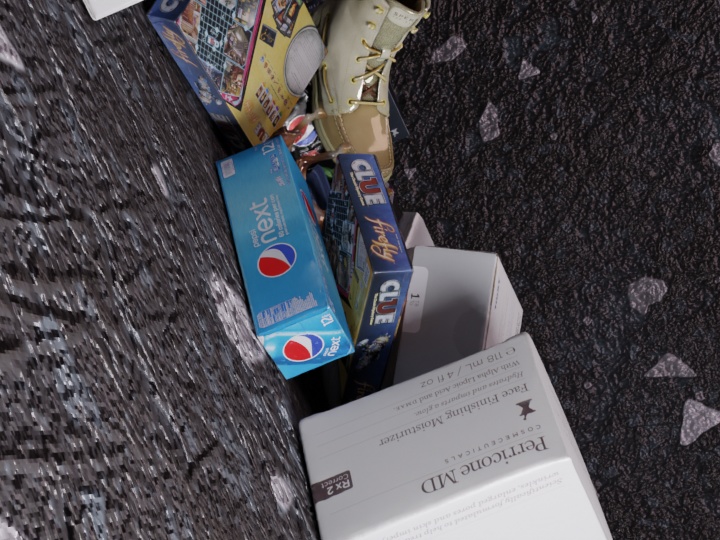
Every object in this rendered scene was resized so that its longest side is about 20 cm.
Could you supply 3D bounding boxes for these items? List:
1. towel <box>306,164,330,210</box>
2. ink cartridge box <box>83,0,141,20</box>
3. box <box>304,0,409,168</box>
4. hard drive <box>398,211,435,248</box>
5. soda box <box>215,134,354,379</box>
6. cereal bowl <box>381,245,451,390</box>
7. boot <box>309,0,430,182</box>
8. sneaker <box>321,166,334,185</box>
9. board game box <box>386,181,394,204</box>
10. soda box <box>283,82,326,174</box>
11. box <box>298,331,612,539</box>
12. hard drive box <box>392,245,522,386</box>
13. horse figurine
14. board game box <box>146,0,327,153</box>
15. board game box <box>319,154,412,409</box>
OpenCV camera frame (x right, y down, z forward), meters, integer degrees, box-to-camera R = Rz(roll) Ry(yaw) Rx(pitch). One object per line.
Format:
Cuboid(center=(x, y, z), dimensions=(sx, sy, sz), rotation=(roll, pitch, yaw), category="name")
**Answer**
Cuboid(center=(-0.052, -0.051, 1.456), dimensions=(0.200, 0.048, 0.112), rotation=(-76, 146, -80), category="towel")
Cuboid(center=(-0.147, -0.290, 1.001), dimensions=(0.200, 0.146, 0.147), rotation=(-93, 161, -70), category="ink cartridge box")
Cuboid(center=(-0.042, -0.235, 1.723), dimensions=(0.107, 0.147, 0.201), rotation=(61, 9, -46), category="box")
Cuboid(center=(0.044, 0.053, 1.560), dimensions=(0.132, 0.026, 0.201), rotation=(62, 40, -43), category="hard drive")
Cuboid(center=(-0.064, -0.014, 1.146), dimensions=(0.068, 0.064, 0.201), rotation=(62, 9, -49), category="soda box")
Cuboid(center=(0.041, 0.072, 1.377), dimensions=(0.200, 0.083, 0.202), rotation=(6, 90, -76), category="cereal bowl")
Cuboid(center=(0.014, -0.198, 1.325), dimensions=(0.155, 0.072, 0.201), rotation=(-41, -121, 50), category="boot")
Cuboid(center=(-0.023, -0.029, 1.598), dimensions=(0.085, 0.078, 0.201), rotation=(25, 39, -59), category="sneaker")
Cuboid(center=(0.000, 0.000, 1.410), dimensions=(0.120, 0.032, 0.202), rotation=(55, 43, -77), category="board game box")
Cuboid(center=(-0.067, -0.169, 1.477), dimensions=(0.063, 0.071, 0.200), rotation=(38, 9, -17), category="soda box")
Cuboid(center=(0.083, 0.185, 1.094), dimensions=(0.131, 0.198, 0.201), rotation=(-106, 171, -45), category="box")
Cuboid(center=(0.091, 0.081, 1.257), dimensions=(0.200, 0.076, 0.157), rotation=(54, 45, -70), category="hard drive box")
Cuboid(center=(-0.050, -0.066, 1.285), dimensions=(0.200, 0.132, 0.050), rotation=(46, 7, -47), category="horse figurine")
Cuboid(center=(-0.104, -0.211, 1.237), dimensions=(0.136, 0.034, 0.200), rotation=(-60, 150, -20), category="board game box")
Cuboid(center=(-0.005, 0.019, 1.192), dimensions=(0.201, 0.034, 0.136), rotation=(104, -23, -46), category="board game box")
